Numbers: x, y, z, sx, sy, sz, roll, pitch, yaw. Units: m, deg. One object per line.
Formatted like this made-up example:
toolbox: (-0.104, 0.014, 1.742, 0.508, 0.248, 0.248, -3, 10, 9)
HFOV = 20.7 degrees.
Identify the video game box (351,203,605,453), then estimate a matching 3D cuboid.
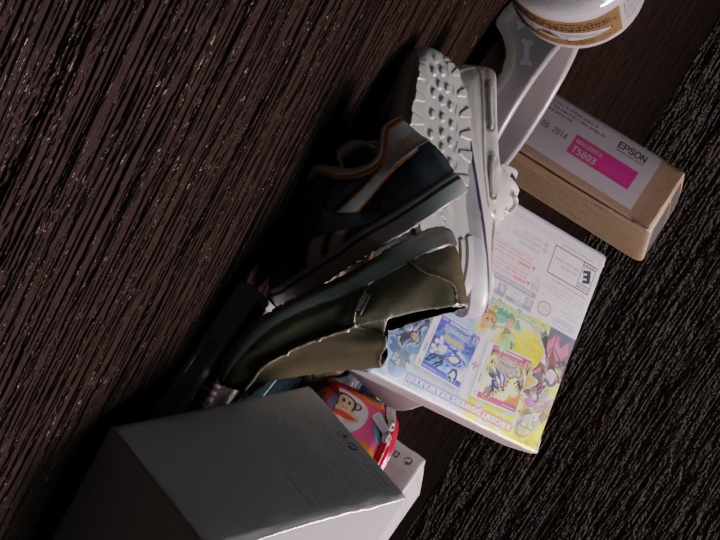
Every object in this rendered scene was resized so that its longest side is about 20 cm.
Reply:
video game box: (0.097, 0.033, 1.627, 0.047, 0.200, 0.183, 5, -109, 53)

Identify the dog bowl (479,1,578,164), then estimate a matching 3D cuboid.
dog bowl: (0.131, -0.160, 1.777, 0.200, 0.059, 0.200, -54, 169, -15)

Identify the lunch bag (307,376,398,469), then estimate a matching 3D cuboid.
lunch bag: (-0.043, 0.188, 1.611, 0.201, 0.082, 0.176, -63, -172, -1)

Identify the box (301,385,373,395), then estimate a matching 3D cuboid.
box: (-0.055, 0.172, 1.889, 0.200, 0.070, 0.064, -53, 170, -20)

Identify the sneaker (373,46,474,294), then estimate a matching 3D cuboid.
sneaker: (0.035, -0.068, 1.484, 0.076, 0.080, 0.201, -6, 100, -45)

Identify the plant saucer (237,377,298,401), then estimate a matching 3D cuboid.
plant saucer: (-0.107, 0.137, 1.541, 0.200, 0.019, 0.070, -53, 169, -28)

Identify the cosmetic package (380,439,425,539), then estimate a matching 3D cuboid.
cosmetic package: (-0.026, 0.251, 1.842, 0.200, 0.081, 0.113, -52, 167, -22)

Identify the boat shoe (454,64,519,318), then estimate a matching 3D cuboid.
boat shoe: (0.093, -0.064, 1.545, 0.071, 0.069, 0.201, 155, -71, -67)

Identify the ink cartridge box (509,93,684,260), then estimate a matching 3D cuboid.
ink cartridge box: (0.222, -0.103, 1.990, 0.075, 0.200, 0.165, -56, 171, -6)

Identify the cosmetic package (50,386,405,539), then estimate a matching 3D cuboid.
cosmetic package: (-0.110, 0.204, 1.382, 0.200, 0.123, 0.200, -9, 138, -50)

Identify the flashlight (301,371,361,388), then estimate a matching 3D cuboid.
flashlight: (-0.061, 0.136, 1.785, 0.200, 0.067, 0.068, -52, 166, -49)

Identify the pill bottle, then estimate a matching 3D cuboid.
pill bottle: (0.161, -0.241, 1.495, 0.115, 0.114, 0.200, -57, 170, 2)

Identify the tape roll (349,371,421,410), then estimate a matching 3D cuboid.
tape roll: (0.066, 0.027, 1.761, 0.202, 0.071, 0.203, -41, -160, 18)

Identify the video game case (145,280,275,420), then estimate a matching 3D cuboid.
video game case: (-0.119, 0.102, 1.495, 0.182, 0.023, 0.200, -56, 169, -5)

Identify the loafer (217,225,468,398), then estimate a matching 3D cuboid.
loafer: (-0.009, 0.042, 1.407, 0.199, 0.070, 0.075, -30, 172, 1)

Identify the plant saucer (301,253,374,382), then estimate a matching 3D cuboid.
plant saucer: (0.000, 0.000, 1.604, 0.200, 0.029, 0.201, 19, 90, -82)

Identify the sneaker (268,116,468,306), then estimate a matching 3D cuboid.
sneaker: (-0.010, -0.044, 1.431, 0.200, 0.080, 0.078, -34, -179, 41)
